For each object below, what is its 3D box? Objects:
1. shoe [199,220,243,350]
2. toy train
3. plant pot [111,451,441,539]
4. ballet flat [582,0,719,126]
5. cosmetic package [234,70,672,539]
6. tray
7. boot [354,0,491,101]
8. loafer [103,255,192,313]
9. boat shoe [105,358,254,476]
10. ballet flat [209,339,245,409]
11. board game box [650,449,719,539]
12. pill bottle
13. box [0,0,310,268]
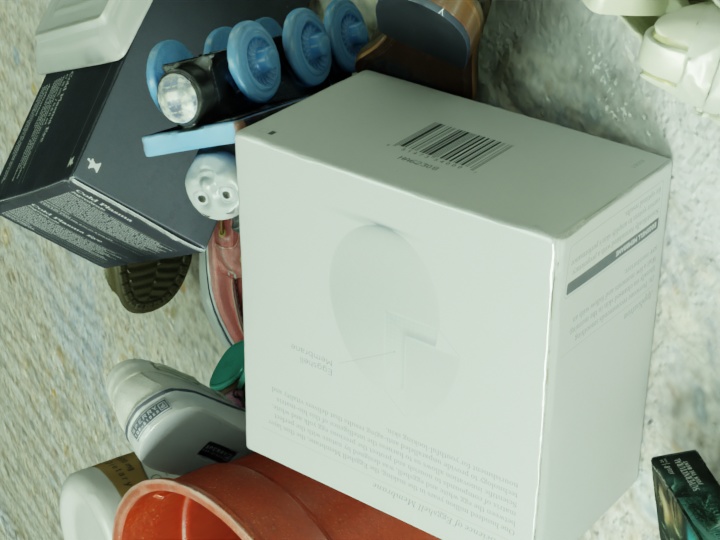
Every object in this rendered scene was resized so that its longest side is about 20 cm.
[{"bbox_3d":[-0.070,-0.023,1.146,0.091,0.071,0.202,16,114,63],"label":"shoe"},{"bbox_3d":[-0.048,-0.093,0.957,0.086,0.200,0.115,-8,101,31],"label":"toy train"},{"bbox_3d":[-0.020,0.183,1.020,0.200,0.195,0.202,26,128,38],"label":"plant pot"},{"bbox_3d":[0.139,-0.119,0.743,0.200,0.071,0.072,54,145,30],"label":"ballet flat"},{"bbox_3d":[0.046,0.023,0.868,0.198,0.123,0.202,21,123,32],"label":"cosmetic package"},{"bbox_3d":[-0.173,-0.186,1.073,0.200,0.022,0.108,7,70,63],"label":"tray"},{"bbox_3d":[0.050,-0.149,0.898,0.074,0.098,0.200,26,169,0],"label":"boot"},{"bbox_3d":[-0.183,-0.066,1.326,0.067,0.076,0.202,19,111,56],"label":"loafer"},{"bbox_3d":[-0.104,0.106,1.066,0.070,0.071,0.200,49,-174,31],"label":"boat shoe"},{"bbox_3d":[-0.053,0.069,1.084,0.071,0.070,0.200,28,163,-7],"label":"ballet flat"},{"bbox_3d":[0.183,0.207,0.803,0.135,0.028,0.202,-104,4,-74],"label":"board game box"},{"bbox_3d":[-0.109,0.174,1.184,0.114,0.199,0.115,35,134,48],"label":"pill bottle"},{"bbox_3d":[-0.145,-0.115,1.095,0.182,0.104,0.201,-6,59,62],"label":"box"}]
